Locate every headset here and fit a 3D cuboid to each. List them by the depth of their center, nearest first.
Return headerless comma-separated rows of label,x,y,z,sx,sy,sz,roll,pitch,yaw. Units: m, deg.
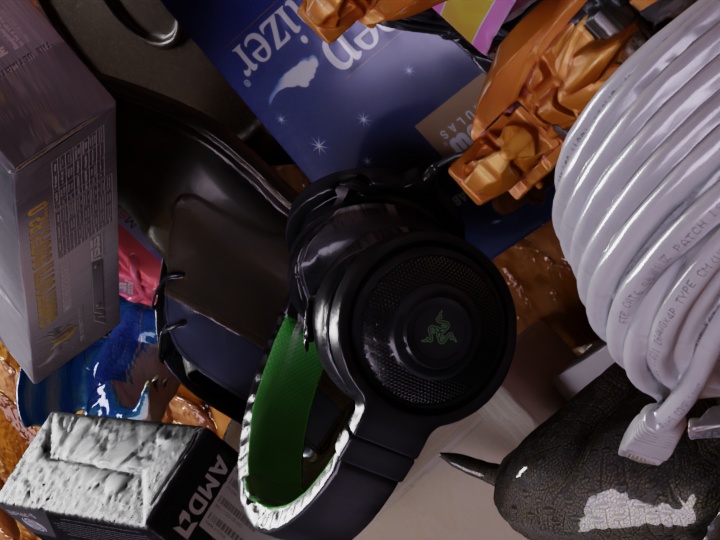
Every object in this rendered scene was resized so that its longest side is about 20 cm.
headset,0.000,0.000,0.857,0.094,0.200,0.124,23,-164,-20

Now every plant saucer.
plant saucer,-0.080,-0.120,1.001,0.200,0.034,0.200,32,145,26

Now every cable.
cable,0.147,-0.036,0.643,0.200,0.200,0.069,80,166,-68

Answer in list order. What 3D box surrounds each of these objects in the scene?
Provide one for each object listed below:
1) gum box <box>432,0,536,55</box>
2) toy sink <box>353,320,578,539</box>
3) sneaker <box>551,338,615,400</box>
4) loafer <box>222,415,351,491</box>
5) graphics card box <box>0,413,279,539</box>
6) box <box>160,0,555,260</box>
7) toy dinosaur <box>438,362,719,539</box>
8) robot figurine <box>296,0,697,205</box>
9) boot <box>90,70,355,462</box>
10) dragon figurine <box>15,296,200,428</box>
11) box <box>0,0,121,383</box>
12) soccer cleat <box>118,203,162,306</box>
gum box,0.044,-0.165,0.752,0.114,0.066,0.200,45,149,9
toy sink,0.086,0.135,0.934,0.200,0.112,0.130,47,-165,3
sneaker,0.151,0.046,0.842,0.116,0.074,0.200,54,148,-2
loafer,-0.032,0.096,1.097,0.067,0.076,0.200,14,158,-5
graphics card box,-0.041,0.136,1.014,0.200,0.051,0.125,41,158,-28
box,0.002,-0.090,0.893,0.200,0.032,0.121,49,133,-5
toy dinosaur,0.091,0.058,0.779,0.200,0.102,0.077,7,123,37
robot figurine,0.060,-0.098,0.678,0.145,0.058,0.200,46,150,1
boot,-0.070,-0.005,0.997,0.200,0.097,0.075,27,161,4
dragon figurine,-0.118,0.059,1.132,0.099,0.200,0.059,-7,141,31
box,-0.159,-0.061,0.953,0.158,0.048,0.200,49,161,15
soccer cleat,-0.070,-0.001,1.076,0.200,0.073,0.068,35,146,18
